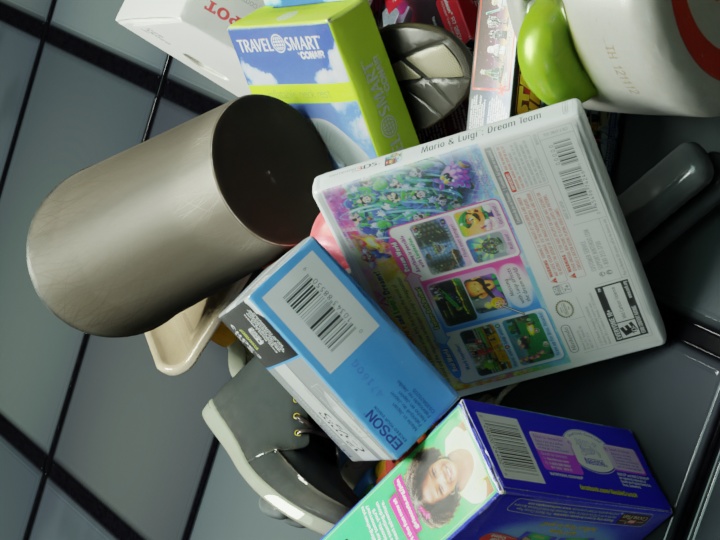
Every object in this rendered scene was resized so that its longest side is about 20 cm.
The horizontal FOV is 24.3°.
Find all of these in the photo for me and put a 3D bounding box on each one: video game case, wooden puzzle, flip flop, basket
[{"bbox_3d":[0.088,-0.006,1.103,0.180,0.201,0.024,-15,36,17],"label":"video game case"},{"bbox_3d":[-0.104,-0.012,1.397,0.201,0.046,0.185,-53,21,5],"label":"wooden puzzle"},{"bbox_3d":[0.022,-0.133,1.251,0.081,0.057,0.200,55,146,-1],"label":"flip flop"},{"bbox_3d":[-0.125,-0.044,1.238,0.199,0.180,0.137,-22,95,46],"label":"basket"}]

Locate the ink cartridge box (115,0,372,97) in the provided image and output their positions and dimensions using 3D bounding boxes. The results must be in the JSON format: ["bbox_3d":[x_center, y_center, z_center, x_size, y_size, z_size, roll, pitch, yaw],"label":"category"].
[{"bbox_3d":[-0.074,-0.252,1.350,0.144,0.147,0.201,12,76,62],"label":"ink cartridge box"}]

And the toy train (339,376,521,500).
[{"bbox_3d":[0.050,0.123,1.250,0.201,0.084,0.116,-56,31,21],"label":"toy train"}]

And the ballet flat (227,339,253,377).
[{"bbox_3d":[-0.072,0.110,1.390,0.072,0.071,0.201,-48,51,30],"label":"ballet flat"}]

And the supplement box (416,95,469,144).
[{"bbox_3d":[0.055,-0.064,1.286,0.200,0.061,0.110,-36,56,39],"label":"supplement box"}]

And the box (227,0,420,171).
[{"bbox_3d":[-0.021,-0.119,1.222,0.121,0.048,0.201,5,123,48],"label":"box"}]

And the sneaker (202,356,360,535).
[{"bbox_3d":[-0.040,0.113,1.237,0.107,0.075,0.200,-55,43,5],"label":"sneaker"}]

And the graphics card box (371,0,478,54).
[{"bbox_3d":[0.026,-0.168,1.348,0.200,0.051,0.126,-41,52,36],"label":"graphics card box"}]

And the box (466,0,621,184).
[{"bbox_3d":[0.133,-0.156,1.142,0.040,0.136,0.202,9,95,41],"label":"box"}]

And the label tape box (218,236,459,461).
[{"bbox_3d":[-0.025,0.061,1.148,0.066,0.143,0.200,-44,4,-16],"label":"label tape box"}]

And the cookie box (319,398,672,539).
[{"bbox_3d":[0.079,0.184,1.126,0.200,0.170,0.076,-48,48,30],"label":"cookie box"}]

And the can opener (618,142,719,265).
[{"bbox_3d":[0.167,-0.025,1.146,0.200,0.052,0.067,-39,54,36],"label":"can opener"}]

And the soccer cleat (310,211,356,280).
[{"bbox_3d":[0.000,0.000,1.217,0.066,0.200,0.077,22,72,13],"label":"soccer cleat"}]

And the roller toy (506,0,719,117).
[{"bbox_3d":[0.196,-0.194,1.061,0.139,0.181,0.202,10,92,49],"label":"roller toy"}]

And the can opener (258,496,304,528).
[{"bbox_3d":[-0.036,0.102,1.331,0.066,0.052,0.202,2,71,41],"label":"can opener"}]
